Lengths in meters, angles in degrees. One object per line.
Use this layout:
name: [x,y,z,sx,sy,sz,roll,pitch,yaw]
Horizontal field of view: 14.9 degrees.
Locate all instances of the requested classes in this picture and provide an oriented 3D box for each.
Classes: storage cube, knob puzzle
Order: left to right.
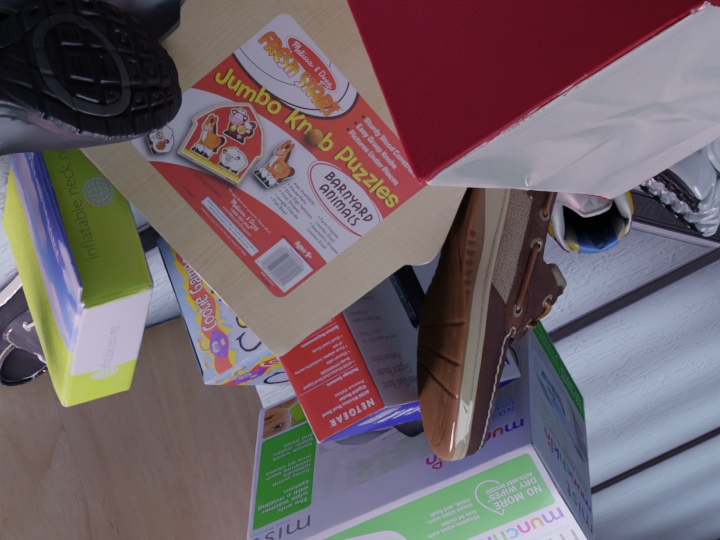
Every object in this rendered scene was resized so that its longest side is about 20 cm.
knob puzzle: [-0.025,-0.078,1.441,0.219,0.220,0.030,-22,-155,5]
storage cube: [0.105,-0.151,1.285,0.200,0.180,0.171,-32,160,32]

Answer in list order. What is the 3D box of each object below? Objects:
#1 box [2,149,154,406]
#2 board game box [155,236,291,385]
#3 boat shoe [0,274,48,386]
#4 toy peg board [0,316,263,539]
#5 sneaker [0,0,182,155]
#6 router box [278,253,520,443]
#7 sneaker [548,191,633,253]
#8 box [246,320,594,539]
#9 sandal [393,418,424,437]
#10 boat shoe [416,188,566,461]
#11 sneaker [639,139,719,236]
box: [-0.157,-0.014,1.511,0.047,0.122,0.200,-15,163,-15]
board game box: [-0.019,0.008,1.774,0.103,0.105,0.200,-30,161,31]
boat shoe: [-0.192,0.037,1.733,0.072,0.068,0.200,-12,163,-31]
toy peg board: [-0.151,0.156,1.887,0.198,0.201,0.098,-19,146,-4]
sneaker: [-0.185,-0.088,1.361,0.199,0.076,0.091,-2,166,-30]
router box: [0.000,0.000,1.589,0.049,0.180,0.200,-29,171,24]
sneaker: [0.141,-0.045,1.819,0.075,0.090,0.200,-21,163,4]
box: [0.038,0.133,1.722,0.199,0.097,0.177,-23,-154,16]
sandal: [-0.026,0.032,1.619,0.043,0.076,0.200,-30,118,23]
boat shoe: [0.080,0.007,1.488,0.072,0.201,0.072,6,-175,-19]
sneaker: [0.220,-0.075,1.766,0.081,0.075,0.200,-52,175,-2]
